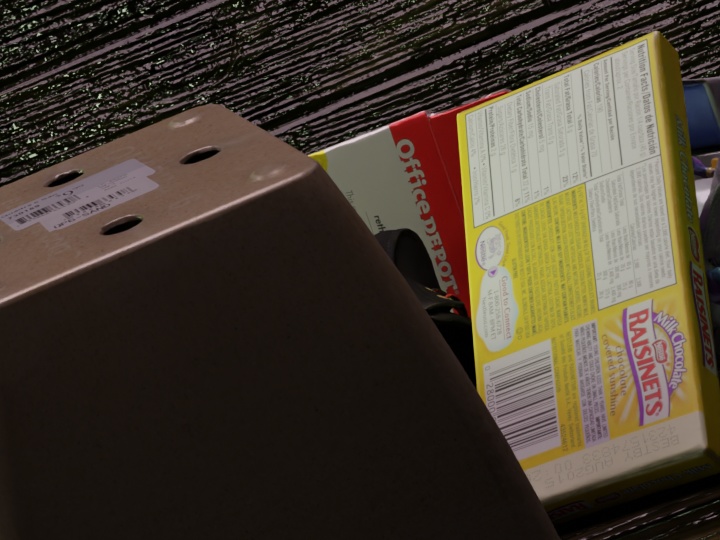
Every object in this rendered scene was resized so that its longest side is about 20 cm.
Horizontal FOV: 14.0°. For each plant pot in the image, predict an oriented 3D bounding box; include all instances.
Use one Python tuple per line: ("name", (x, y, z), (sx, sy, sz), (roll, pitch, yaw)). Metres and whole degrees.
("plant pot", (-0.066, 0.054, 1.037), (0.199, 0.177, 0.200), (-23, 20, -13))

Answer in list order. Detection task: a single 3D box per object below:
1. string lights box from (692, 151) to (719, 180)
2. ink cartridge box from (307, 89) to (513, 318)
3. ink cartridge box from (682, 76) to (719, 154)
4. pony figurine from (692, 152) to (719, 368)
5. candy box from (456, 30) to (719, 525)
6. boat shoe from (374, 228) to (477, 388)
("string lights box", (0.221, -0.038, 1.578), (0.103, 0.059, 0.200), (-9, 0, 11))
("ink cartridge box", (0.000, 0.000, 1.418), (0.200, 0.116, 0.067), (-19, -8, 5))
("ink cartridge box", (0.162, -0.080, 1.593), (0.200, 0.047, 0.197), (-11, 3, -36))
("pony figurine", (0.158, -0.014, 1.283), (0.200, 0.167, 0.193), (8, 52, 45))
("candy box", (0.093, 0.004, 1.209), (0.102, 0.200, 0.026), (-19, -35, 26))
("boat shoe", (0.030, 0.043, 1.288), (0.063, 0.074, 0.202), (-34, 29, 17))
